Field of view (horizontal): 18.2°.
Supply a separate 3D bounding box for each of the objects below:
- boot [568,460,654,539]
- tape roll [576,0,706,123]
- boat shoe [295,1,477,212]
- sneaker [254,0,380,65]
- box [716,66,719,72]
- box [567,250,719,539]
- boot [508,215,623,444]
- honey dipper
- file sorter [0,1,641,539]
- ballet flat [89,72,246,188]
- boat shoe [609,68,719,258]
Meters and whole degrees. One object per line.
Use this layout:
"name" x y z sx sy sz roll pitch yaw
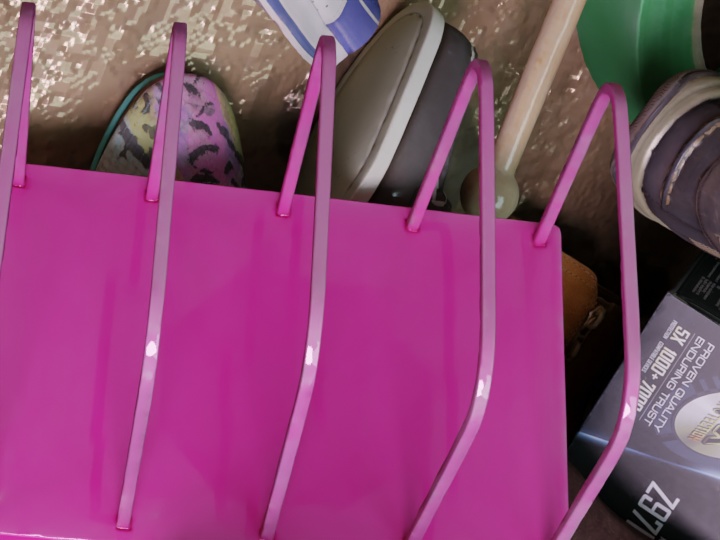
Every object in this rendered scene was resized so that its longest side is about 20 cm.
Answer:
"boot" 0.019 0.149 0.805 0.166 0.072 0.200 34 98 -17
"tape roll" 0.183 -0.129 0.912 0.200 0.048 0.201 -18 130 -23
"boat shoe" 0.000 0.000 0.838 0.060 0.072 0.202 25 87 -21
"sneaker" -0.020 -0.164 0.727 0.115 0.081 0.200 -36 133 -4
"box" 0.233 -0.100 0.902 0.200 0.048 0.117 -45 134 7
"box" 0.136 0.077 0.932 0.164 0.086 0.200 -60 171 17
"boot" 0.023 0.039 0.922 0.201 0.071 0.144 19 104 -46
"honey dipper" 0.084 -0.110 0.835 0.038 0.038 0.200 15 98 -40
"file sorter" -0.020 0.007 0.706 0.199 0.139 0.126 6 148 -8
"ballet flat" -0.079 0.027 0.834 0.069 0.071 0.200 4 119 -37
"boat shoe" 0.179 -0.011 0.850 0.200 0.073 0.075 15 115 -38
